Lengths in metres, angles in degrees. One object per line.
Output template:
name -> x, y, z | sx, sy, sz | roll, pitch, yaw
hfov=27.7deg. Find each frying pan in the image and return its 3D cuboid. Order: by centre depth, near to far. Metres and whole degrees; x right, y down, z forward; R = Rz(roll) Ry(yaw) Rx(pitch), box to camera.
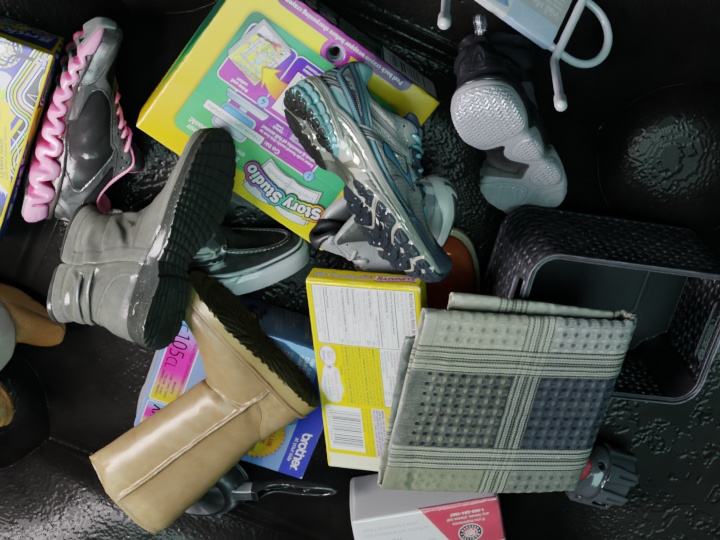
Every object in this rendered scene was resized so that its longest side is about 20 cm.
frying pan -> -0.127, 0.214, 1.400 | 0.189, 0.031, 0.115 | 21, 140, -4

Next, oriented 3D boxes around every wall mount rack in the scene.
wall mount rack -> 0.131, -0.221, 1.188 | 0.200, 0.075, 0.174 | 32, 67, -14

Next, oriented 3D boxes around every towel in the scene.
towel -> 0.120, 0.109, 1.258 | 0.199, 0.035, 0.193 | 3, 121, -17

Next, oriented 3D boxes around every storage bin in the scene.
storage bin -> 0.216, 0.031, 1.303 | 0.199, 0.094, 0.136 | 7, 117, -17

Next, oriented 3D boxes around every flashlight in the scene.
flashlight -> 0.175, 0.170, 1.377 | 0.199, 0.068, 0.068 | 18, 156, -27

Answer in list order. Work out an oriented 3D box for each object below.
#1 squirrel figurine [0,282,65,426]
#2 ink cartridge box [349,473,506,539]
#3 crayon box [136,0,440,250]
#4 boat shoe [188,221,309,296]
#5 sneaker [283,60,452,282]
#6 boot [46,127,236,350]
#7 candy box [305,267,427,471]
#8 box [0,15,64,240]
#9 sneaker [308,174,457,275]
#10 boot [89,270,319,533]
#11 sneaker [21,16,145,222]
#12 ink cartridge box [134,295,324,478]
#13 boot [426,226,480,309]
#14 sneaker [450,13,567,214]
squirrel figurine -> -0.406, 0.086, 1.327 | 0.200, 0.142, 0.187 | 38, 118, -1
ink cartridge box -> 0.077, 0.298, 1.437 | 0.145, 0.083, 0.201 | -10, 113, 2
crayon box -> -0.062, -0.142, 1.262 | 0.200, 0.058, 0.173 | 34, 109, -16
boat shoe -> -0.147, -0.019, 1.299 | 0.199, 0.072, 0.071 | -8, 116, -3
sneaker -> 0.026, -0.085, 1.193 | 0.086, 0.078, 0.200 | -34, 91, -17
boot -> -0.193, -0.039, 1.233 | 0.130, 0.068, 0.201 | 17, 84, 31
candy box -> 0.013, 0.091, 1.274 | 0.102, 0.026, 0.201 | 4, 121, 15
box -> -0.320, -0.114, 1.264 | 0.070, 0.064, 0.201 | 19, 112, -9
sneaker -> 0.000, 0.000, 1.279 | 0.115, 0.075, 0.201 | 9, 111, -25
boot -> -0.161, 0.121, 1.287 | 0.200, 0.066, 0.175 | -36, 106, 15
sneaker -> -0.227, -0.123, 1.264 | 0.095, 0.079, 0.200 | 16, 119, -15
ink cartridge box -> -0.094, 0.103, 1.357 | 0.199, 0.076, 0.137 | 18, 111, -10
boot -> 0.069, 0.062, 1.327 | 0.075, 0.107, 0.201 | 7, 111, -3
sneaker -> 0.131, -0.135, 1.262 | 0.075, 0.114, 0.200 | -8, 149, 18
